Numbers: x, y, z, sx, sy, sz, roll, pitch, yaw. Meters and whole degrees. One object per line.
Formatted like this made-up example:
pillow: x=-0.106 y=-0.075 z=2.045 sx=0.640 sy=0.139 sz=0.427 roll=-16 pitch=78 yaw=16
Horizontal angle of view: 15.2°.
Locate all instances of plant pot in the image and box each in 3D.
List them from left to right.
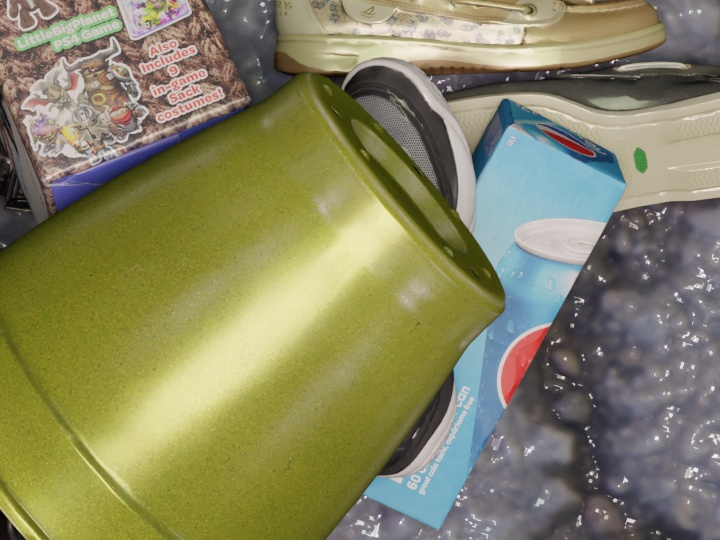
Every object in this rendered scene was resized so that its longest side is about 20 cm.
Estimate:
plant pot: x=-0.049 y=0.026 z=1.125 sx=0.193 sy=0.200 sz=0.201 roll=-40 pitch=95 yaw=10

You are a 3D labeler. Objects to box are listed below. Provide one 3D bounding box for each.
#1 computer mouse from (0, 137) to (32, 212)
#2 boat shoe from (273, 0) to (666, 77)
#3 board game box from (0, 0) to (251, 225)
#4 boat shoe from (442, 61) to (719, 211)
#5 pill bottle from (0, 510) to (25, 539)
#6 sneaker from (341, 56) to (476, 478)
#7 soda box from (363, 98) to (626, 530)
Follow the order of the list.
computer mouse: x=-0.189 y=-0.076 z=1.335 sx=0.140 sy=0.046 sz=0.201 roll=16 pitch=71 yaw=5
boat shoe: x=0.055 y=-0.130 z=1.359 sx=0.199 sy=0.073 sz=0.063 roll=-2 pitch=94 yaw=-7
board game box: x=-0.129 y=-0.108 z=1.235 sx=0.096 sy=0.160 sz=0.201 roll=-22 pitch=70 yaw=-9
boat shoe: x=0.122 y=-0.071 z=1.380 sx=0.199 sy=0.068 sz=0.072 roll=-3 pitch=119 yaw=5
pill bottle: x=-0.158 y=0.167 z=1.273 sx=0.112 sy=0.112 sz=0.200 roll=35 pitch=120 yaw=-6
sneaker: x=0.000 y=0.000 z=1.254 sx=0.075 sy=0.114 sz=0.201 roll=1 pitch=92 yaw=25
soda box: x=0.055 y=0.022 z=1.340 sx=0.068 sy=0.064 sz=0.201 roll=26 pitch=105 yaw=-7
